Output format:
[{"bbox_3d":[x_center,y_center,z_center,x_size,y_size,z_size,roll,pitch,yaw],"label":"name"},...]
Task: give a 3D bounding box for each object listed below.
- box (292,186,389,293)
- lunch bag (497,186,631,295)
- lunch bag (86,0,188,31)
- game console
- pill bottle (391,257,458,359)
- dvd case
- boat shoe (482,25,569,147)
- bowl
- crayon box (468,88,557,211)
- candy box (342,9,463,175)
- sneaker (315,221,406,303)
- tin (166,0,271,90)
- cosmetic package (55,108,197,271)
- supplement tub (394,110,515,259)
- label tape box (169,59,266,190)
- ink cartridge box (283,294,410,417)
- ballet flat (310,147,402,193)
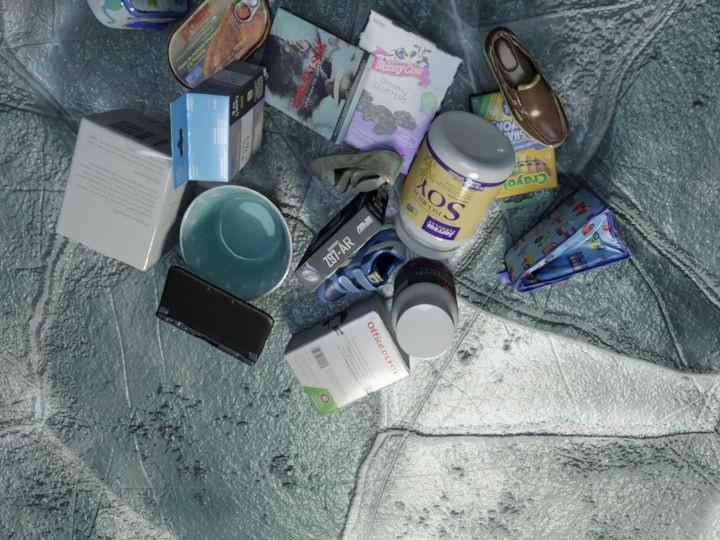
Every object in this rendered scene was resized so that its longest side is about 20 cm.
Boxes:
[{"bbox_3d":[-0.026,-0.062,1.045,0.160,0.201,0.044,-42,101,18],"label":"box"},{"bbox_3d":[0.316,-0.036,1.047,0.197,0.151,0.095,-29,105,14],"label":"lunch bag"},{"bbox_3d":[-0.340,-0.446,0.944,0.080,0.200,0.164,-10,107,16],"label":"lunch bag"},{"bbox_3d":[-0.250,0.071,1.136,0.197,0.176,0.118,28,98,-4],"label":"game console"},{"bbox_3d":[0.109,0.063,1.074,0.113,0.201,0.119,2,110,4],"label":"pill bottle"},{"bbox_3d":[-0.081,-0.313,1.013,0.198,0.022,0.148,34,112,22],"label":"dvd case"},{"bbox_3d":[0.250,-0.274,0.960,0.074,0.075,0.204,-37,96,13],"label":"boat shoe"},{"bbox_3d":[-0.206,-0.059,1.114,0.195,0.105,0.206,2,108,5],"label":"bowl"},{"bbox_3d":[0.256,-0.199,1.050,0.123,0.052,0.205,-9,108,9],"label":"crayon box"},{"bbox_3d":[0.049,-0.287,1.028,0.165,0.072,0.203,26,110,-3],"label":"candy box"},{"bbox_3d":[0.000,0.000,1.117,0.199,0.083,0.074,-39,136,18],"label":"sneaker"},{"bbox_3d":[-0.232,-0.384,1.042,0.199,0.042,0.112,-37,106,16],"label":"tin"},{"bbox_3d":[-0.381,-0.141,1.071,0.162,0.165,0.203,23,109,-3],"label":"cosmetic package"},{"bbox_3d":[0.143,-0.131,1.008,0.143,0.147,0.202,22,134,-3],"label":"supplement tub"},{"bbox_3d":[-0.217,-0.223,0.989,0.062,0.201,0.147,17,128,9],"label":"label tape box"},{"bbox_3d":[-0.021,0.159,1.181,0.197,0.085,0.148,-26,105,13],"label":"ink cartridge box"},{"bbox_3d":[-0.018,-0.158,1.035,0.197,0.064,0.067,-2,155,44],"label":"ballet flat"}]
